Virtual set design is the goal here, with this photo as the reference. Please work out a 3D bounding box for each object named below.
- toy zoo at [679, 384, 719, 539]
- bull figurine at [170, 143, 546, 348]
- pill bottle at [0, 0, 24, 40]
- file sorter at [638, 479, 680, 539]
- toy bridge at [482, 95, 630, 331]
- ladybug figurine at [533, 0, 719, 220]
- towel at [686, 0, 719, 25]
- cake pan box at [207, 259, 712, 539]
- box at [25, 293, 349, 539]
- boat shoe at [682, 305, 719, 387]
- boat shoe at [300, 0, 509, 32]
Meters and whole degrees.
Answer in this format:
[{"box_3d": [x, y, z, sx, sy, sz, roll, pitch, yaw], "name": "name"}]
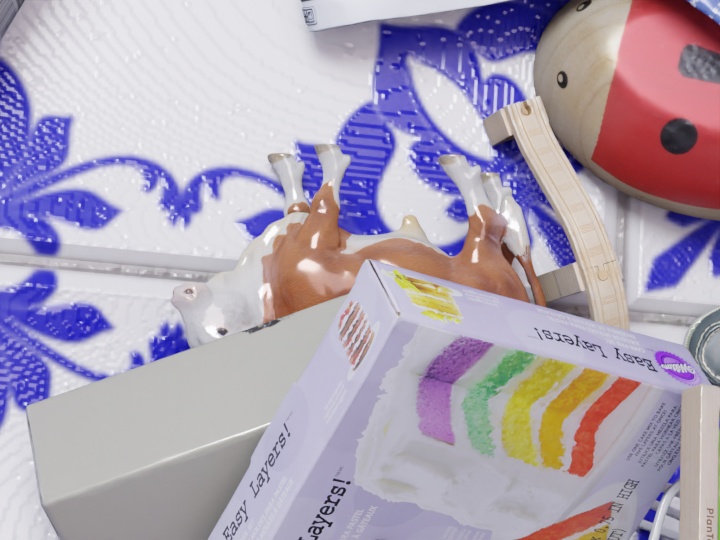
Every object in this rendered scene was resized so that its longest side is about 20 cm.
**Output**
[{"box_3d": [0.236, 0.128, 0.850, 0.199, 0.020, 0.132, 8, 75, -17], "name": "toy zoo"}, {"box_3d": [0.000, 0.000, 0.979, 0.199, 0.065, 0.122, 5, 81, -14], "name": "bull figurine"}, {"box_3d": [-0.192, -0.199, 0.927, 0.115, 0.116, 0.201, 30, 76, -9], "name": "pill bottle"}, {"box_3d": [0.172, 0.179, 0.936, 0.138, 0.200, 0.125, 22, 74, -12], "name": "file sorter"}, {"box_3d": [0.116, 0.004, 1.009, 0.027, 0.067, 0.201, -16, 87, -16], "name": "toy bridge"}, {"box_3d": [0.192, -0.099, 1.019, 0.199, 0.072, 0.137, 12, 82, 3], "name": "ladybug figurine"}, {"box_3d": [0.190, -0.176, 1.008, 0.200, 0.024, 0.145, 40, 44, 19], "name": "towel"}, {"box_3d": [0.041, 0.103, 0.879, 0.183, 0.052, 0.201, 18, 117, -27], "name": "cake pan box"}, {"box_3d": [-0.053, 0.079, 0.914, 0.199, 0.082, 0.069, -18, 45, -2], "name": "box"}, {"box_3d": [0.273, 0.051, 1.018, 0.199, 0.062, 0.073, 9, 92, 10], "name": "boat shoe"}, {"box_3d": [0.061, -0.177, 1.015, 0.198, 0.074, 0.069, -11, 100, -7], "name": "boat shoe"}]
